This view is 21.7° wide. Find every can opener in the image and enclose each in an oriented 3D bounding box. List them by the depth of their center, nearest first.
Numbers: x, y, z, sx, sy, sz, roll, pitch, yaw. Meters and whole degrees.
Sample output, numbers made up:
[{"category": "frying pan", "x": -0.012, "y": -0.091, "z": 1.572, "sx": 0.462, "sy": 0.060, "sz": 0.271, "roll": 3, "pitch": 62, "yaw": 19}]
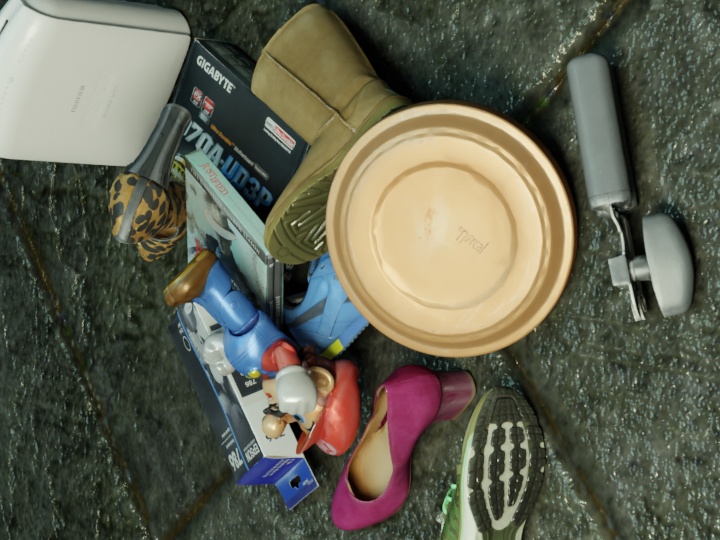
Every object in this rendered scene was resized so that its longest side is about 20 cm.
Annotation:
[{"category": "can opener", "x": 0.200, "y": -0.062, "z": 1.373, "sx": 0.066, "sy": 0.053, "sz": 0.202, "roll": -11, "pitch": 79, "yaw": 14}]

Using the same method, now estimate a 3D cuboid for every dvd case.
[{"category": "dvd case", "x": -0.111, "y": 0.013, "z": 1.648, "sx": 0.146, "sy": 0.022, "sz": 0.201, "roll": 49, "pitch": 149, "yaw": 36}]

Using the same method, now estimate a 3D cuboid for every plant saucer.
[{"category": "plant saucer", "x": 0.067, "y": -0.029, "z": 1.444, "sx": 0.198, "sy": 0.032, "sz": 0.202, "roll": 5, "pitch": 107, "yaw": 16}]

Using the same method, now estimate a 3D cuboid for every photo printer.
[{"category": "photo printer", "x": -0.274, "y": -0.181, "z": 1.779, "sx": 0.069, "sy": 0.199, "sz": 0.167, "roll": 47, "pitch": 121, "yaw": 37}]

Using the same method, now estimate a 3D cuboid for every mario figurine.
[{"category": "mario figurine", "x": -0.086, "y": 0.082, "z": 1.537, "sx": 0.200, "sy": 0.123, "sz": 0.106, "roll": 44, "pitch": 114, "yaw": -1}]

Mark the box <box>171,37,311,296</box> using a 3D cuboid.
[{"category": "box", "x": -0.109, "y": -0.094, "z": 1.706, "sx": 0.200, "sy": 0.046, "sz": 0.160, "roll": 44, "pitch": 121, "yaw": 39}]

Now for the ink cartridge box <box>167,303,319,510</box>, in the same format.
[{"category": "ink cartridge box", "x": -0.106, "y": 0.117, "z": 1.652, "sx": 0.201, "sy": 0.039, "sz": 0.099, "roll": 63, "pitch": 155, "yaw": 11}]

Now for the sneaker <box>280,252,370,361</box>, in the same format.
[{"category": "sneaker", "x": 0.000, "y": 0.000, "z": 1.552, "sx": 0.078, "sy": 0.066, "sz": 0.200, "roll": 46, "pitch": 129, "yaw": 1}]

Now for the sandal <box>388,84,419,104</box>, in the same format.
[{"category": "sandal", "x": 0.045, "y": -0.107, "z": 1.546, "sx": 0.076, "sy": 0.045, "sz": 0.200, "roll": -65, "pitch": 33, "yaw": 16}]

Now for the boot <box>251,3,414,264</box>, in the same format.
[{"category": "boot", "x": -0.044, "y": -0.115, "z": 1.564, "sx": 0.175, "sy": 0.066, "sz": 0.200, "roll": -44, "pitch": 40, "yaw": 2}]

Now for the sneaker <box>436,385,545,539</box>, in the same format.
[{"category": "sneaker", "x": 0.085, "y": 0.187, "z": 1.473, "sx": 0.088, "sy": 0.076, "sz": 0.202, "roll": 15, "pitch": 98, "yaw": 55}]

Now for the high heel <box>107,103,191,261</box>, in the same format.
[{"category": "high heel", "x": -0.196, "y": -0.035, "z": 1.653, "sx": 0.201, "sy": 0.071, "sz": 0.143, "roll": 106, "pitch": -177, "yaw": -52}]

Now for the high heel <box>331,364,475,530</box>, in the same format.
[{"category": "high heel", "x": 0.006, "y": 0.146, "z": 1.537, "sx": 0.068, "sy": 0.096, "sz": 0.201, "roll": 55, "pitch": 127, "yaw": 32}]
